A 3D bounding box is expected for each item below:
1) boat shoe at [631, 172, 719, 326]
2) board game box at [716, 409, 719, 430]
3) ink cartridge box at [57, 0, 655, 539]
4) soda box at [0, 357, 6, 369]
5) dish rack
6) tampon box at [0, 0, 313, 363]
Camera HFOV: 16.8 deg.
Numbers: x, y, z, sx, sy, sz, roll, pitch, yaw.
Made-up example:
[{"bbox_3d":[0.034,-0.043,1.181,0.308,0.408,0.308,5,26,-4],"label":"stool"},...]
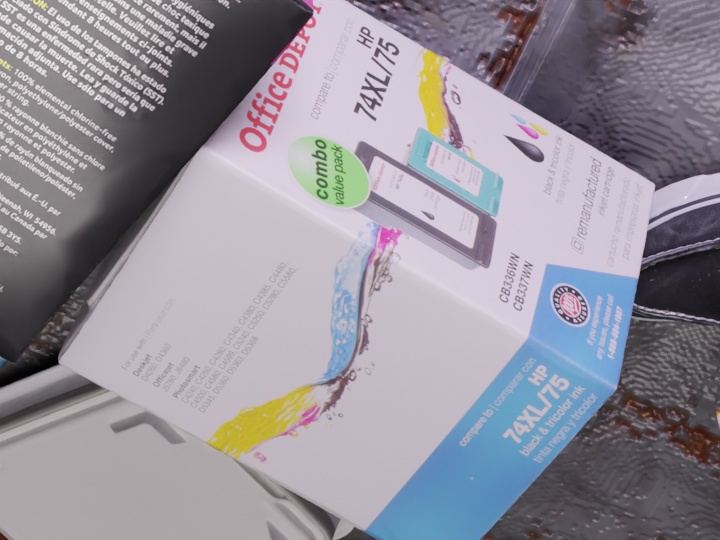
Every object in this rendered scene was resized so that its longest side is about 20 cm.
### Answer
[{"bbox_3d":[0.195,-0.001,1.086,0.200,0.068,0.072,-7,128,21],"label":"boat shoe"},{"bbox_3d":[0.284,0.056,1.083,0.151,0.046,0.200,18,141,-41],"label":"board game box"},{"bbox_3d":[0.000,0.000,1.062,0.200,0.147,0.146,29,130,-10],"label":"ink cartridge box"},{"bbox_3d":[-0.261,-0.011,1.207,0.200,0.068,0.064,33,131,-14],"label":"soda box"},{"bbox_3d":[-0.120,0.120,1.287,0.200,0.044,0.172,-22,123,35],"label":"dish rack"},{"bbox_3d":[-0.128,-0.097,0.988,0.126,0.150,0.200,35,113,-21],"label":"tampon box"}]
